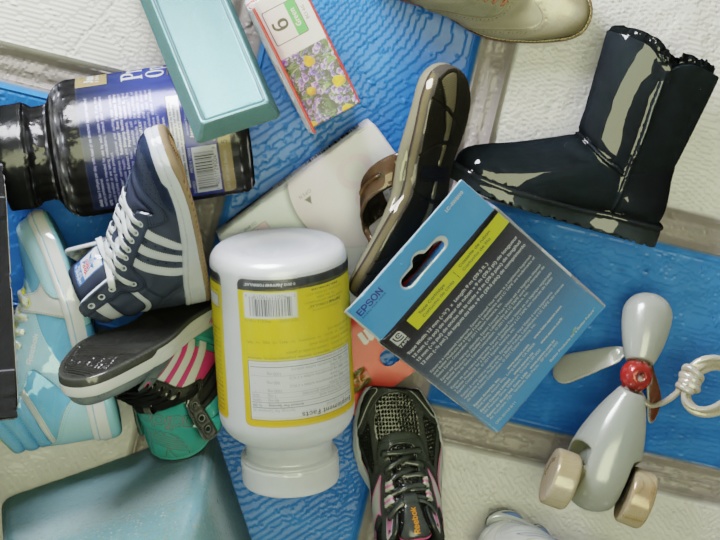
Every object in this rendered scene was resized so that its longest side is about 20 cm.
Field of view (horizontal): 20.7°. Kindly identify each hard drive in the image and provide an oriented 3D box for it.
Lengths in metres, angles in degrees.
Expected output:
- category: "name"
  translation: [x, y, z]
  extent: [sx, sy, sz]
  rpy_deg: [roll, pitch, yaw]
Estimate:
- category: "hard drive"
  translation: [-0.324, 0.019, 1.575]
  extent: [0.038, 0.139, 0.202]
  rpy_deg: [-4, 90, -40]

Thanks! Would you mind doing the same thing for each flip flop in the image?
- category: "flip flop"
  translation: [0.032, -0.073, 1.597]
  extent: [0.057, 0.081, 0.202]
  rpy_deg: [21, 99, 30]

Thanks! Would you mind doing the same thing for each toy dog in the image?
- category: "toy dog"
  translation: [0.217, 0.126, 1.686]
  extent: [0.132, 0.096, 0.200]
  rpy_deg: [40, 78, -6]

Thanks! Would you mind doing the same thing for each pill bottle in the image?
- category: "pill bottle"
  translation: [-0.189, -0.104, 1.591]
  extent: [0.198, 0.112, 0.113]
  rpy_deg: [-8, 99, -4]
- category: "pill bottle"
  translation: [-0.061, 0.074, 1.590]
  extent: [0.111, 0.112, 0.202]
  rpy_deg: [-4, 107, -5]

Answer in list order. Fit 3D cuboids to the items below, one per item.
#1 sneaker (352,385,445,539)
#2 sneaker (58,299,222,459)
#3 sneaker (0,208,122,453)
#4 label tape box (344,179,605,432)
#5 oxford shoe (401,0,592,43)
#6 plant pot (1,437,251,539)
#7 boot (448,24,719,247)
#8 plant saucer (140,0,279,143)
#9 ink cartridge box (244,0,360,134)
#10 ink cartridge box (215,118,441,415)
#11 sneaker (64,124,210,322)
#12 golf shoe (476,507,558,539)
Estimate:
- category: "sneaker"
  translation: [0.043, 0.195, 1.666]
  extent: [0.080, 0.086, 0.202]
  rpy_deg: [-11, 99, -6]
- category: "sneaker"
  translation: [-0.170, 0.101, 1.597]
  extent: [0.083, 0.200, 0.122]
  rpy_deg: [5, 109, 30]
- category: "sneaker"
  translation: [-0.281, 0.059, 1.624]
  extent: [0.129, 0.080, 0.202]
  rpy_deg: [-16, 98, -4]
- category: "label tape box"
  translation: [0.086, 0.022, 1.620]
  extent: [0.144, 0.066, 0.200]
  rpy_deg: [-49, 124, 3]
- category: "oxford shoe"
  translation: [0.098, -0.228, 1.618]
  extent: [0.198, 0.074, 0.071]
  rpy_deg: [12, 97, -7]
- category: "plant pot"
  translation: [-0.180, 0.270, 1.601]
  extent: [0.194, 0.200, 0.198]
  rpy_deg: [-19, 99, -2]
- category: "boot"
  translation: [0.185, -0.124, 1.639]
  extent: [0.198, 0.076, 0.170]
  rpy_deg: [15, 98, -11]
- category: "plant saucer"
  translation: [-0.128, -0.192, 1.568]
  extent: [0.069, 0.019, 0.201]
  rpy_deg: [-18, 59, -9]
- category: "ink cartridge box"
  translation: [-0.045, -0.171, 1.549]
  extent: [0.050, 0.200, 0.110]
  rpy_deg: [-27, 100, 0]
- category: "ink cartridge box"
  translation: [0.000, 0.000, 1.656]
  extent: [0.162, 0.057, 0.201]
  rpy_deg: [-36, 95, 0]
- category: "sneaker"
  translation: [-0.180, -0.028, 1.536]
  extent: [0.108, 0.201, 0.070]
  rpy_deg: [-14, 55, -7]
- category: "golf shoe"
  translation: [0.192, 0.272, 1.688]
  extent: [0.198, 0.097, 0.079]
  rpy_deg: [19, 94, -9]
